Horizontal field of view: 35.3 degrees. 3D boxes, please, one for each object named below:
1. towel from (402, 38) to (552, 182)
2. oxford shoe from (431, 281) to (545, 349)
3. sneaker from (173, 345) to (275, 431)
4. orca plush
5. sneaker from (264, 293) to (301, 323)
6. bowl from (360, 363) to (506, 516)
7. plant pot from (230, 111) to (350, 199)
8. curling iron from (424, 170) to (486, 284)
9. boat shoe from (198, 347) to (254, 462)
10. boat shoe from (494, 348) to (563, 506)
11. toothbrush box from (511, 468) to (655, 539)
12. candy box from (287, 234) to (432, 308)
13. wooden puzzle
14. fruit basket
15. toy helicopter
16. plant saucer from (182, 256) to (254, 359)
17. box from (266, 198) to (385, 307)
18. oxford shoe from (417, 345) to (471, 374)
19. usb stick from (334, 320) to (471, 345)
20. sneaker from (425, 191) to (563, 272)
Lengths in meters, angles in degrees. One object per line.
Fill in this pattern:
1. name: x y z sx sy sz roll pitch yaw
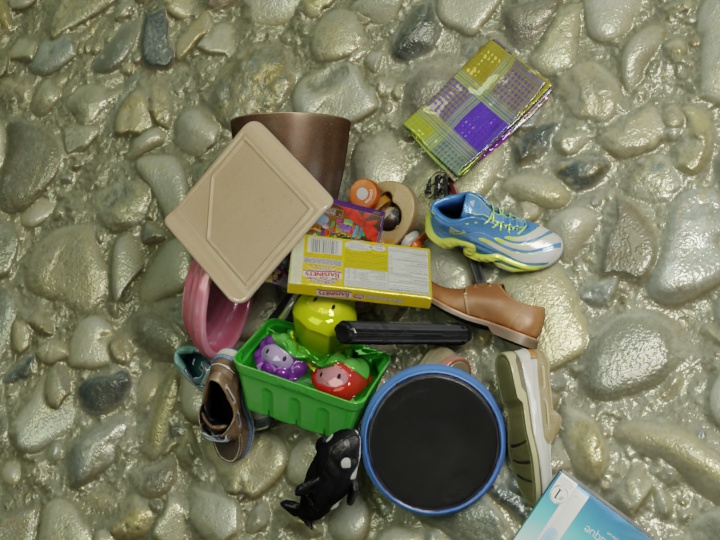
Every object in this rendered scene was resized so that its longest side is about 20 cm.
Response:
1. towel: 0.172 -0.243 1.683 0.200 0.023 0.144 -42 60 3
2. oxford shoe: 0.165 0.045 1.571 0.198 0.071 0.072 21 88 21
3. sneaker: -0.209 0.177 1.708 0.198 0.086 0.078 28 87 31
4. orca plush: -0.069 0.289 1.552 0.200 0.070 0.107 -44 59 46
5. sneaker: -0.075 0.060 1.703 0.082 0.072 0.201 36 93 7
6. bowl: 0.097 0.227 1.510 0.197 0.039 0.204 0 89 3
7. plant pot: -0.106 -0.125 1.718 0.184 0.186 0.204 -1 88 26
8. curling iron: 0.142 -0.057 1.639 0.049 0.026 0.202 -20 65 -3
9. boat shoe: -0.203 0.209 1.640 0.071 0.203 0.073 13 36 20
10. boat shoe: 0.231 0.203 1.479 0.067 0.075 0.204 -8 88 -20
11. toothbrush box: 0.249 0.370 1.391 0.146 0.085 0.201 36 92 14
12. candy box: 0.000 0.000 1.560 0.196 0.027 0.103 7 45 -4
13. wooden puzzle: -0.157 -0.082 1.588 0.200 0.037 0.185 -46 67 4
14. fruit basket: -0.061 0.109 1.583 0.212 0.156 0.219 10 119 19
15. toy helicopter: 0.034 -0.032 1.675 0.131 0.079 0.203 18 93 21
16. plant saucer: -0.212 0.030 1.689 0.050 0.201 0.204 12 78 14
17. box: -0.073 -0.040 1.635 0.197 0.039 0.139 14 104 5
18. oxford shoe: 0.076 0.196 1.578 0.201 0.071 0.074 -53 37 0
19. usb stick: 0.060 0.086 1.546 0.055 0.197 0.033 -7 82 62
20. sneaker: 0.180 -0.055 1.559 0.197 0.105 0.077 9 70 14
